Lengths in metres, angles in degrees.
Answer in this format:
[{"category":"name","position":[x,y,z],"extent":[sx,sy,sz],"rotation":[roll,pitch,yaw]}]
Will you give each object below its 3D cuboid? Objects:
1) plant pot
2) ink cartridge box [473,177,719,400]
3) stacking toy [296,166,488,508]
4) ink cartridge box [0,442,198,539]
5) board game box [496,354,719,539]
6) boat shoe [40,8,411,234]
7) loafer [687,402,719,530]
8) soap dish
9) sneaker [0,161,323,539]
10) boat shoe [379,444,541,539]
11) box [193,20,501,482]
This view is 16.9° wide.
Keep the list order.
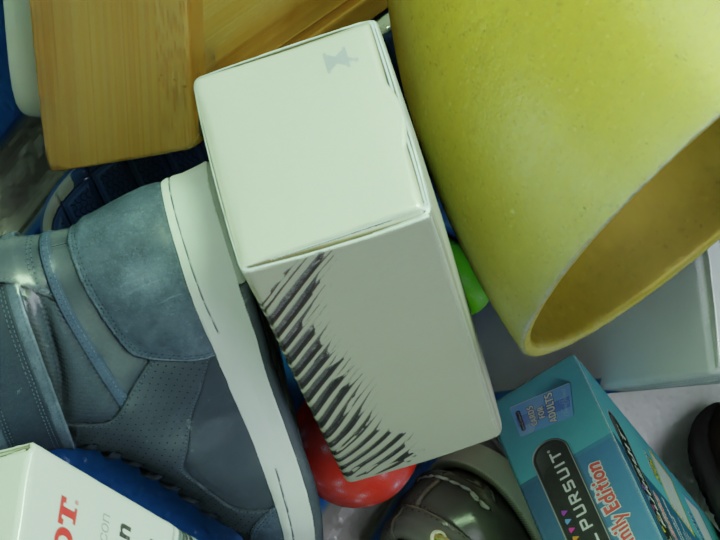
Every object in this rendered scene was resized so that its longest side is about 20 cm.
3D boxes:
[{"category":"plant pot","position":[0.091,-0.088,0.885],"extent":[0.200,0.200,0.142],"rotation":[-28,72,-39]},{"category":"ink cartridge box","position":[0.167,0.008,1.084],"extent":[0.199,0.146,0.087],"rotation":[-4,86,-41]},{"category":"stacking toy","position":[0.022,0.003,1.010],"extent":[0.085,0.085,0.201],"rotation":[33,69,-33]},{"category":"ink cartridge box","position":[-0.088,0.170,0.850],"extent":[0.200,0.084,0.146],"rotation":[37,48,-41]},{"category":"board game box","position":[0.135,0.148,1.016],"extent":[0.200,0.047,0.151],"rotation":[48,15,-47]},{"category":"boat shoe","position":[-0.041,-0.048,0.957],"extent":[0.199,0.072,0.073],"rotation":[-25,107,-20]},{"category":"loafer","position":[0.204,0.118,1.093],"extent":[0.073,0.071,0.200],"rotation":[54,12,-28]},{"category":"soap dish","position":[-0.047,-0.142,0.888],"extent":[0.200,0.081,0.158],"rotation":[-41,139,-47]},{"category":"sneaker","position":[-0.096,0.055,0.894],"extent":[0.145,0.077,0.203],"rotation":[-18,135,-1]},{"category":"boat shoe","position":[0.076,0.172,1.038],"extent":[0.060,0.072,0.202],"rotation":[-40,104,-34]},{"category":"box","position":[0.000,0.000,0.871],"extent":[0.200,0.068,0.083],"rotation":[68,6,-62]}]
